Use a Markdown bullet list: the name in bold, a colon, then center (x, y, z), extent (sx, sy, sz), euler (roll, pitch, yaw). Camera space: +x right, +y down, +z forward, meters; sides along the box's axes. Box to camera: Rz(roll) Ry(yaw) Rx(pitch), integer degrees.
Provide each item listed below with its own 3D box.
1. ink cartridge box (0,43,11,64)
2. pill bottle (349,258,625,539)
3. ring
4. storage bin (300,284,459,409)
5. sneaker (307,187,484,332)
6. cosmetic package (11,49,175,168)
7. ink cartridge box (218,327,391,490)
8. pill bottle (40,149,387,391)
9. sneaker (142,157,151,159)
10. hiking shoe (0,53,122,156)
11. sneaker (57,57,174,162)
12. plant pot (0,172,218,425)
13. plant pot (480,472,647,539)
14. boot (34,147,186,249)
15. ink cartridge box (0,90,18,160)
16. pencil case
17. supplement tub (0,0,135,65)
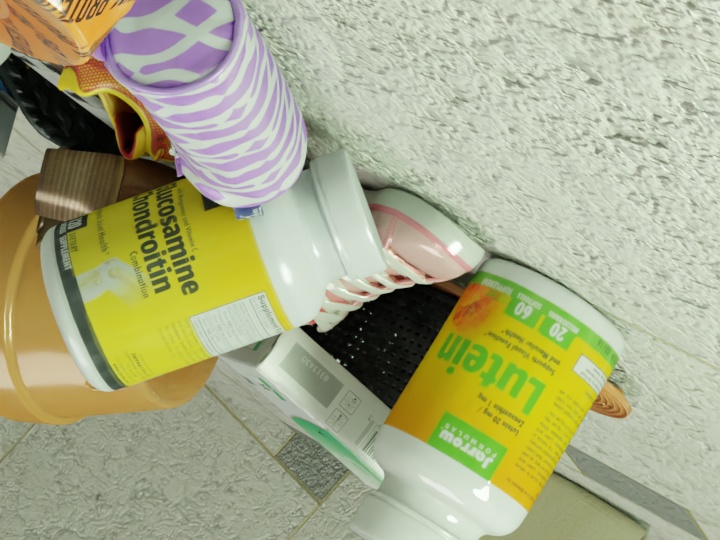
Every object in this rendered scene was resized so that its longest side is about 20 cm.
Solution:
- **ink cartridge box**: center (-0.334, -0.201, 1.397), extent (0.200, 0.084, 0.145), euler (34, 158, 26)
- **pill bottle**: center (0.078, 0.103, 1.425), extent (0.111, 0.200, 0.111), euler (31, 172, 5)
- **ring**: center (0.116, 0.050, 1.614), extent (0.200, 0.019, 0.200), euler (32, 172, 5)
- **storage bin**: center (0.048, 0.074, 1.622), extent (0.200, 0.094, 0.135), euler (25, 169, 48)
- **sneaker**: center (0.000, 0.000, 1.454), extent (0.075, 0.105, 0.200), euler (39, 168, -30)
- **cosmetic package**: center (-0.167, -0.131, 1.479), extent (0.200, 0.051, 0.083), euler (38, 171, -35)
- **ink cartridge box**: center (-0.049, 0.090, 1.597), extent (0.161, 0.050, 0.200), euler (42, 165, -24)
- **pill bottle**: center (-0.090, -0.006, 1.366), extent (0.112, 0.200, 0.112), euler (-20, -90, -87)
- **sneaker**: center (-0.105, -0.034, 1.626), extent (0.200, 0.081, 0.146), euler (12, 172, 33)
- **hiking shoe**: center (-0.238, -0.155, 1.582), extent (0.200, 0.074, 0.087), euler (40, -176, -8)
- **sneaker**: center (-0.119, -0.096, 1.419), extent (0.200, 0.077, 0.073), euler (33, 172, -37)
- **plant pot**: center (-0.195, 0.029, 1.699), extent (0.140, 0.200, 0.200), euler (8, 161, 26)
- **plant pot**: center (0.176, 0.307, 2.357), extent (0.177, 0.200, 0.200), euler (41, 174, 12)
- **boot**: center (-0.142, -0.041, 1.505), extent (0.155, 0.077, 0.200), euler (12, 169, -5)
- **ink cartridge box**: center (-0.315, -0.128, 1.605), extent (0.116, 0.067, 0.200), euler (35, -149, -23)
- **pencil case**: center (-0.086, -0.101, 1.229), extent (0.085, 0.084, 0.200), euler (-1, 161, 9)
- **supplement tub**: center (-0.036, -0.145, 0.394), extent (0.122, 0.200, 0.123), euler (31, 172, 5)
